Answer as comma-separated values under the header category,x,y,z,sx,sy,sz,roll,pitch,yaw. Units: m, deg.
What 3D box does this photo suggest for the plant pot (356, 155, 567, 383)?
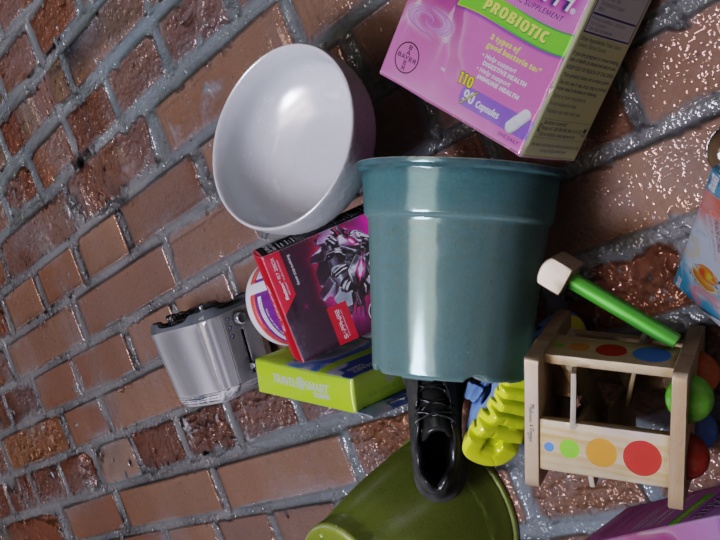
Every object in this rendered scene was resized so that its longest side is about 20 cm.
category,x,y,z,sx,sy,sz,roll,pitch,yaw
plant pot,0.089,0.001,0.989,0.199,0.199,0.198,4,91,46

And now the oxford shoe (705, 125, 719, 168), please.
category,x,y,z,sx,sy,sz,roll,pitch,yaw
oxford shoe,0.348,-0.090,0.798,0.199,0.084,0.073,7,112,47

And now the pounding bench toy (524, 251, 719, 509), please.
category,x,y,z,sx,sy,sz,roll,pitch,yaw
pounding bench toy,0.236,0.086,0.928,0.155,0.124,0.201,4,109,24

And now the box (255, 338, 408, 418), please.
category,x,y,z,sx,sy,sz,roll,pitch,yaw
box,-0.018,0.121,1.245,0.199,0.122,0.048,6,108,46

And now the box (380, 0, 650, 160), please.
category,x,y,z,sx,sy,sz,roll,pitch,yaw
box,0.140,-0.225,0.918,0.176,0.096,0.201,37,114,33

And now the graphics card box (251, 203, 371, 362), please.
category,x,y,z,sx,sy,sz,roll,pitch,yaw
graphics card box,0.000,0.000,1.113,0.051,0.199,0.126,-150,38,-71

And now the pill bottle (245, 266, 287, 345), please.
category,x,y,z,sx,sy,sz,roll,pitch,yaw
pill bottle,-0.042,0.020,1.240,0.199,0.112,0.113,-19,91,49

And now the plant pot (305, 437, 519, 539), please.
category,x,y,z,sx,sy,sz,roll,pitch,yaw
plant pot,0.045,0.314,1.197,0.200,0.192,0.202,20,119,41

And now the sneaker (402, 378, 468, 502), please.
category,x,y,z,sx,sy,sz,roll,pitch,yaw
sneaker,0.083,0.148,1.130,0.075,0.091,0.201,-9,78,5

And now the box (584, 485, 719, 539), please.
category,x,y,z,sx,sy,sz,roll,pitch,yaw
box,0.329,0.299,0.956,0.200,0.096,0.177,-31,81,48

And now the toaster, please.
category,x,y,z,sx,sy,sz,roll,pitch,yaw
toaster,-0.207,0.113,1.455,0.199,0.113,0.130,-15,96,47

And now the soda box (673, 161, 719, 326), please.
category,x,y,z,sx,sy,sz,roll,pitch,yaw
soda box,0.300,-0.029,0.809,0.064,0.068,0.200,48,170,25

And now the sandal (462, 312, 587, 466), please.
category,x,y,z,sx,sy,sz,roll,pitch,yaw
sandal,0.162,0.110,1.087,0.200,0.079,0.087,-54,26,32

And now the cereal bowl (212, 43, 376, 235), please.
category,x,y,z,sx,sy,sz,roll,pitch,yaw
cereal bowl,-0.059,-0.130,1.096,0.199,0.083,0.202,-11,72,37
